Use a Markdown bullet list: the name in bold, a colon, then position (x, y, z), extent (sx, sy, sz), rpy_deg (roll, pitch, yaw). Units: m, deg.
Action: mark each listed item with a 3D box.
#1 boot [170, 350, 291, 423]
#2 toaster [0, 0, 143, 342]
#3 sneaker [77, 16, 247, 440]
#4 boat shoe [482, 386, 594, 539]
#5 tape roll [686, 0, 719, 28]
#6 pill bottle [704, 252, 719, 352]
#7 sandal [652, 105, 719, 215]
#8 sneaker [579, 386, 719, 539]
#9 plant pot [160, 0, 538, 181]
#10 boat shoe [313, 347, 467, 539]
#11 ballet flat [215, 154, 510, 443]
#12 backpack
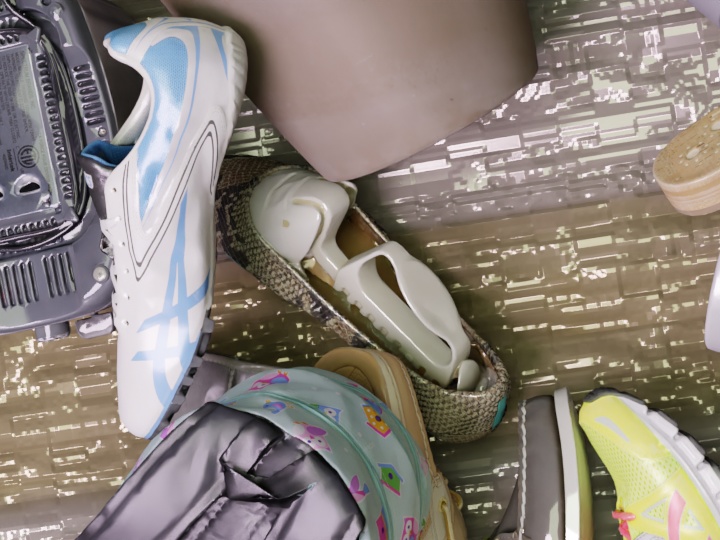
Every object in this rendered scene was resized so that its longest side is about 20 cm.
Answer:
- **boot**: position (-0.097, 0.138, 1.472), extent (0.181, 0.073, 0.200), rpy_deg (5, 98, 0)
- **toaster**: position (-0.159, -0.064, 1.456), extent (0.113, 0.129, 0.200), rpy_deg (-13, 88, 13)
- **sneaker**: position (-0.097, -0.020, 1.361), extent (0.072, 0.072, 0.200), rpy_deg (5, 106, -7)
- **boat shoe**: position (0.083, 0.158, 1.428), extent (0.060, 0.072, 0.202), rpy_deg (-2, 93, 10)
- **tape roll**: position (0.203, -0.206, 1.331), extent (0.066, 0.200, 0.200), rpy_deg (41, 99, 11)
- **pill bottle**: position (0.265, 0.022, 1.363), extent (0.200, 0.109, 0.109), rpy_deg (14, 93, 14)
- **sandal**: position (0.217, -0.113, 1.366), extent (0.212, 0.078, 0.070), rpy_deg (-36, 119, 0)
- **sneaker**: position (0.149, 0.150, 1.394), extent (0.090, 0.078, 0.200), rpy_deg (-30, 88, -2)
- **plant pot**: position (-0.004, -0.144, 1.401), extent (0.200, 0.200, 0.174), rpy_deg (-26, 100, 12)
- **boat shoe**: position (0.017, 0.130, 1.440), extent (0.074, 0.069, 0.200), rpy_deg (5, 104, 41)
- **ballet flat**: position (0.000, 0.000, 1.444), extent (0.200, 0.075, 0.068), rpy_deg (43, 62, 10)
- **backpack**: position (-0.059, 0.137, 1.367), extent (0.167, 0.127, 0.200), rpy_deg (35, 115, 7)
